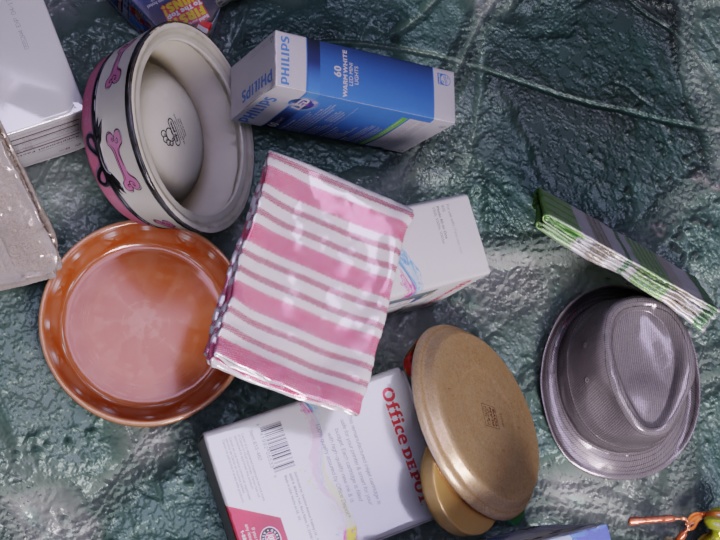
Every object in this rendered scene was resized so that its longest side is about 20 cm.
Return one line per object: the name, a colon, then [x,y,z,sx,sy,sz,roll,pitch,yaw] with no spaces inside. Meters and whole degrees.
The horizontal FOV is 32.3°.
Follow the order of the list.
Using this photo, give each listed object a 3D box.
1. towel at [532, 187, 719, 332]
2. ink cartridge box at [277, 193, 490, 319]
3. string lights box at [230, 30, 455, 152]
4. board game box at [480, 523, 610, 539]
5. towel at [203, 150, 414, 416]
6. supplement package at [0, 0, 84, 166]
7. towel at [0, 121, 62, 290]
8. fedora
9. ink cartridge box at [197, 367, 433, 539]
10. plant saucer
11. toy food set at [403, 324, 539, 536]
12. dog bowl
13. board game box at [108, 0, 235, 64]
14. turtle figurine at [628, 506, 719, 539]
towel: [0.262,-0.013,1.260,0.199,0.149,0.031,30,104,-1]
ink cartridge box: [0.000,0.000,1.177,0.199,0.145,0.088,-14,82,-24]
string lights box: [-0.017,-0.171,1.221,0.199,0.103,0.059,8,74,-30]
board game box: [0.099,0.271,1.118,0.198,0.200,0.044,-11,80,-13]
towel: [-0.039,0.009,1.065,0.146,0.030,0.201,21,72,-16]
supplement package: [-0.368,-0.200,1.184,0.155,0.111,0.201,-20,81,-15]
towel: [-0.358,-0.057,1.113,0.132,0.200,0.035,-15,38,3]
fedora: [0.275,0.106,1.250,0.176,0.090,0.201,8,75,-9]
ink cartridge box: [-0.035,0.194,1.171,0.199,0.083,0.146,-17,80,-15]
plant saucer: [-0.207,0.051,1.198,0.199,0.032,0.201,3,76,-12]
toy food set: [0.106,0.147,1.178,0.198,0.049,0.201,0,66,-56]
dog bowl: [-0.183,-0.129,1.173,0.074,0.200,0.201,-8,75,26]
board game box: [-0.181,-0.309,1.274,0.200,0.062,0.200,-29,85,-16]
turtle figurine: [0.347,0.303,1.232,0.199,0.064,0.162,4,83,-19]
